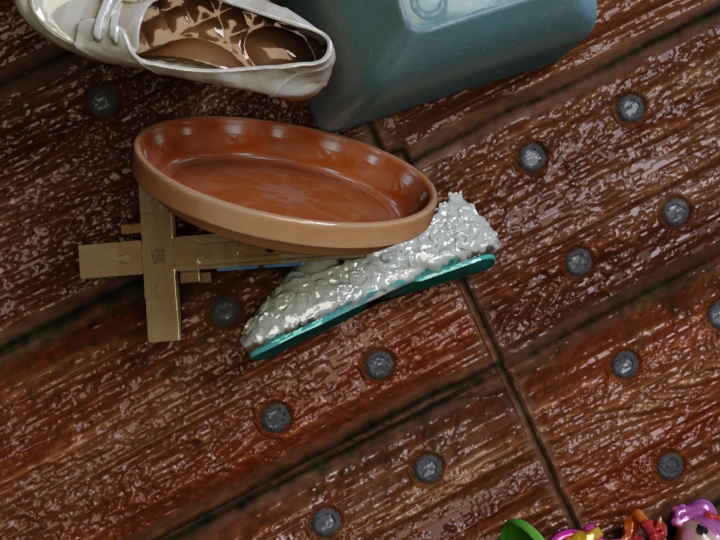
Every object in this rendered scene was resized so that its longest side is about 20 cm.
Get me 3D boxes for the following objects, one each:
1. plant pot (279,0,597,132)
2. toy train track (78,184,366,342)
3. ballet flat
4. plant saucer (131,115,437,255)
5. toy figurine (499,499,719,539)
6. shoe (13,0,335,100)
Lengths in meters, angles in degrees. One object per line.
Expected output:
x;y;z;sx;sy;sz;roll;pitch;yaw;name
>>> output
0.051;-0.214;1.031;0.194;0.200;0.198;-18;96;-9;plant pot
-0.092;-0.013;1.073;0.198;0.033;0.116;-4;87;12;toy train track
0.000;0.000;1.104;0.198;0.072;0.072;-21;96;-15;ballet flat
-0.050;-0.054;1.025;0.198;0.201;0.033;8;112;-10;plant saucer
0.224;0.231;1.136;0.183;0.150;0.201;-23;71;-22;toy figurine
-0.108;-0.150;0.948;0.198;0.053;0.071;13;90;-10;shoe
